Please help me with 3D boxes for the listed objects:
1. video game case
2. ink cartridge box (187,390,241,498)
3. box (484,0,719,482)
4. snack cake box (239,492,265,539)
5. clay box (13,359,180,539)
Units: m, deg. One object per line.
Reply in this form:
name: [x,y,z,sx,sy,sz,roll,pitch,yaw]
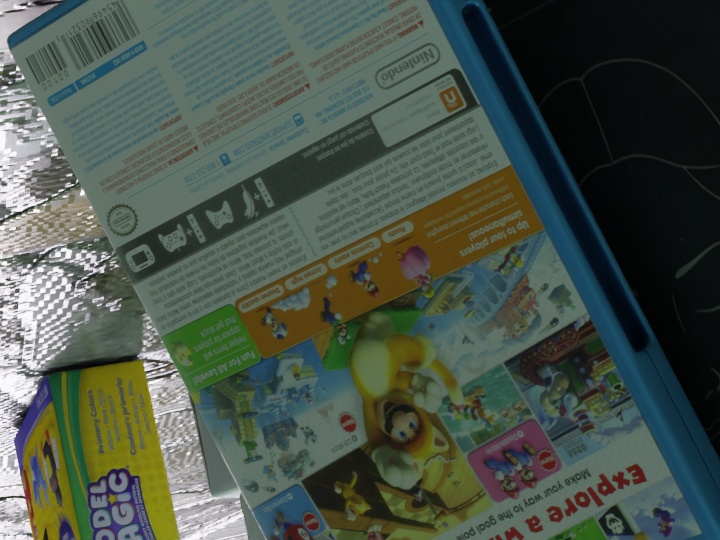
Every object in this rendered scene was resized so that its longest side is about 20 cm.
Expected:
video game case: [0.000,0.000,0.731,0.143,0.200,0.018,-25,-177,41]
ink cartridge box: [0.047,0.036,1.122,0.145,0.084,0.200,-23,162,34]
box: [0.087,0.004,0.774,0.200,0.197,0.124,-25,174,41]
snack cake box: [0.063,0.102,1.080,0.115,0.067,0.200,-24,161,35]
clay box: [-0.103,0.151,1.199,0.047,0.201,0.115,-8,164,-17]
